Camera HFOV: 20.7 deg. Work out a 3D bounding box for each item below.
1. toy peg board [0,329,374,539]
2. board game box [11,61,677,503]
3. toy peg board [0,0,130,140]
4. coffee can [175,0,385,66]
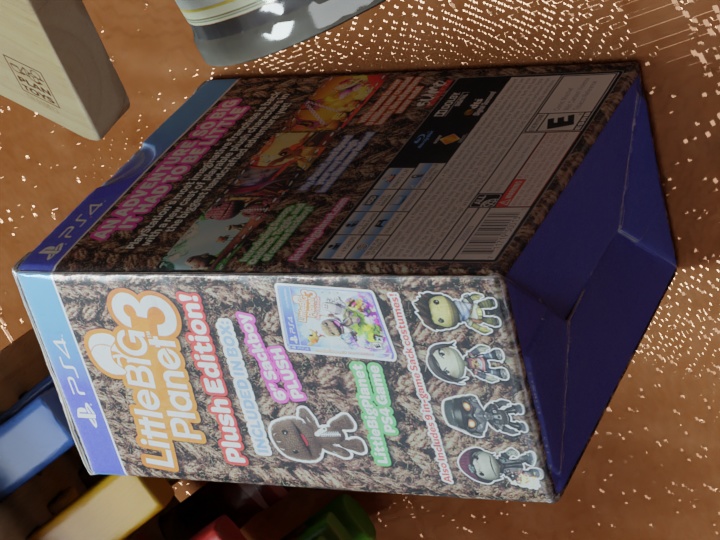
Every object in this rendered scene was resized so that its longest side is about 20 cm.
[{"bbox_3d":[-0.084,0.104,0.867,0.098,0.200,0.199,-37,94,10],"label":"toy peg board"},{"bbox_3d":[0.000,0.000,0.760,0.200,0.159,0.097,1,122,28],"label":"board game box"},{"bbox_3d":[-0.153,-0.168,0.616,0.200,0.098,0.199,27,157,28],"label":"toy peg board"},{"bbox_3d":[-0.040,-0.191,0.658,0.146,0.146,0.200,-18,112,36],"label":"coffee can"}]
